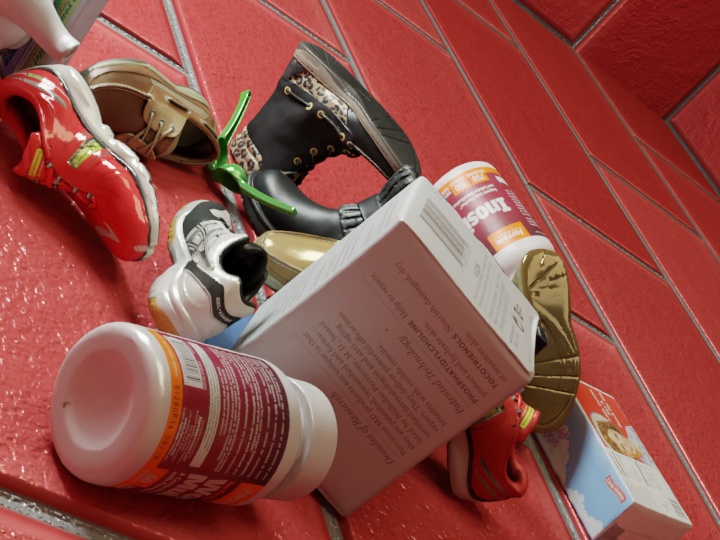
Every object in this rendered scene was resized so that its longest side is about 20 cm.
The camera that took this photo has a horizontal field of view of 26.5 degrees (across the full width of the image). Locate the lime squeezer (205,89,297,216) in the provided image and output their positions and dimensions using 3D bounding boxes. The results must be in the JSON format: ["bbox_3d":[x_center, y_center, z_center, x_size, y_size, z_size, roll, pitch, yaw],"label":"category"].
[{"bbox_3d":[-0.122,-0.107,1.559,0.070,0.038,0.201,-10,44,-13],"label":"lime squeezer"}]

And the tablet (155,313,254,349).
[{"bbox_3d":[-0.117,0.072,1.284,0.130,0.014,0.200,39,20,-16],"label":"tablet"}]

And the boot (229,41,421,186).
[{"bbox_3d":[-0.041,-0.126,1.624,0.200,0.151,0.073,49,19,16],"label":"boot"}]

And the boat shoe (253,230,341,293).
[{"bbox_3d":[0.000,0.000,1.384,0.199,0.076,0.072,18,51,-11],"label":"boat shoe"}]

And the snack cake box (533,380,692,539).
[{"bbox_3d":[0.267,0.213,1.683,0.115,0.067,0.201,25,27,-39],"label":"snack cake box"}]

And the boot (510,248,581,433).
[{"bbox_3d":[0.181,0.093,1.697,0.072,0.155,0.201,2,73,-14],"label":"boot"}]

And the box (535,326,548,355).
[{"bbox_3d":[0.064,0.052,1.490,0.200,0.143,0.036,41,19,-11],"label":"box"}]

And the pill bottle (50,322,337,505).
[{"bbox_3d":[-0.112,0.107,1.081,0.199,0.110,0.110,20,31,-49],"label":"pill bottle"}]

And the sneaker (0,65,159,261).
[{"bbox_3d":[-0.241,-0.082,1.265,0.085,0.077,0.200,-18,64,-45],"label":"sneaker"}]

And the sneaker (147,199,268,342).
[{"bbox_3d":[-0.113,-0.003,1.269,0.200,0.087,0.076,-89,154,-60],"label":"sneaker"}]

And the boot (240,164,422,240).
[{"bbox_3d":[-0.009,-0.060,1.543,0.211,0.158,0.079,49,20,13],"label":"boot"}]

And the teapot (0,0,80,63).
[{"bbox_3d":[-0.330,-0.254,1.308,0.201,0.196,0.146,-84,154,-46],"label":"teapot"}]

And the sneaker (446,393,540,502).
[{"bbox_3d":[0.123,0.121,1.408,0.077,0.084,0.201,-56,143,-59],"label":"sneaker"}]

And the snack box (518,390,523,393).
[{"bbox_3d":[0.077,0.048,1.634,0.168,0.068,0.200,35,21,-26],"label":"snack box"}]

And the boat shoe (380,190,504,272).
[{"bbox_3d":[0.103,-0.019,1.614,0.200,0.072,0.067,48,25,17],"label":"boat shoe"}]

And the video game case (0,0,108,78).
[{"bbox_3d":[-0.280,-0.274,1.372,0.022,0.200,0.183,11,38,-45],"label":"video game case"}]

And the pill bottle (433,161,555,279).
[{"bbox_3d":[0.171,-0.031,1.910,0.113,0.113,0.200,16,34,-53],"label":"pill bottle"}]

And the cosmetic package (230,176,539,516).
[{"bbox_3d":[0.021,0.058,1.276,0.167,0.200,0.167,50,17,-7],"label":"cosmetic package"}]

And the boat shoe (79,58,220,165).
[{"bbox_3d":[-0.199,-0.146,1.469,0.200,0.076,0.074,9,43,-57],"label":"boat shoe"}]
